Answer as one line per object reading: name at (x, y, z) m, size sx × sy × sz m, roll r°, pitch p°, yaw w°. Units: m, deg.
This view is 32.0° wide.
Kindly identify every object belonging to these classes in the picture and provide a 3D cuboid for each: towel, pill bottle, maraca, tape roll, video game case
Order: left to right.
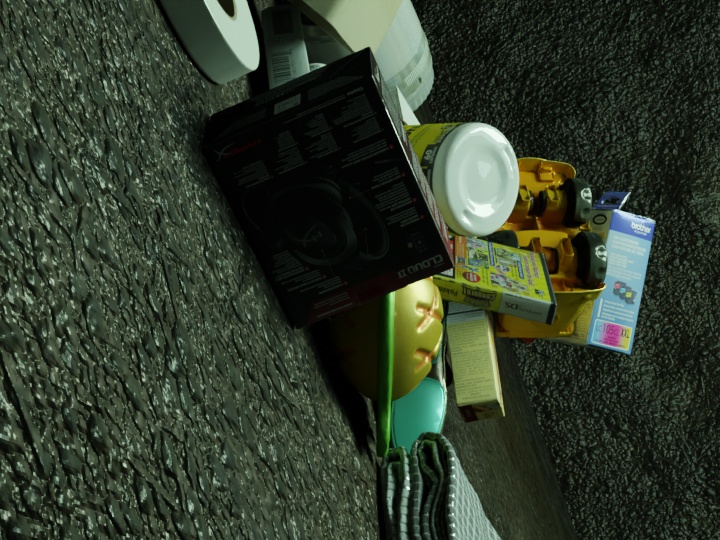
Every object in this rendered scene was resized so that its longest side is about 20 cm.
tape roll at (-0.146, -0.263, 1.096) m, size 0.203 × 0.037 × 0.205 m, roll -22°, pitch 91°, yaw -81°
maraca at (0.023, 0.069, 1.160) m, size 0.137 × 0.105 × 0.203 m, roll -74°, pitch 166°, yaw -74°
pill bottle at (0.058, -0.093, 1.290) m, size 0.199 × 0.111 × 0.112 m, roll 5°, pitch -54°, yaw 51°
towel at (0.085, 0.266, 1.128) m, size 0.201 × 0.085 × 0.167 m, roll -94°, pitch 160°, yaw -60°
video game case at (0.112, -0.003, 1.330) m, size 0.200 × 0.178 × 0.026 m, roll -75°, pitch 178°, yaw -74°

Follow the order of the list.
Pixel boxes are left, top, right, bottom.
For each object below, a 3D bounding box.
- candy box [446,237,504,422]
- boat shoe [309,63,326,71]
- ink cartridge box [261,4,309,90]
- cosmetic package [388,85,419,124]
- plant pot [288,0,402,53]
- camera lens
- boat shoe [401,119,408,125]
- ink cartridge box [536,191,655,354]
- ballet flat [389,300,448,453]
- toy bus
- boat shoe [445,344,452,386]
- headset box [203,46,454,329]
candy box at (0.131, 0.071, 1.507) m, size 0.116 × 0.054 × 0.203 m, roll 61°, pitch 21°, yaw -71°
boat shoe at (-0.022, -0.165, 1.519) m, size 0.200 × 0.070 × 0.064 m, roll 46°, pitch 23°, yaw -49°
ink cartridge box at (-0.068, -0.157, 1.348) m, size 0.164 × 0.056 × 0.202 m, roll -101°, pitch -173°, yaw -48°
cosmetic package at (0.067, -0.130, 1.552) m, size 0.200 × 0.050 × 0.083 m, roll 53°, pitch 24°, yaw -49°
plant pot at (-0.028, -0.367, 1.335) m, size 0.200 × 0.178 × 0.200 m, roll 41°, pitch 5°, yaw 11°
camera lens at (-0.001, -0.308, 1.645) m, size 0.201 × 0.158 × 0.161 m, roll 59°, pitch 13°, yaw -45°
boat shoe at (0.026, -0.138, 1.416) m, size 0.201 × 0.072 × 0.073 m, roll 54°, pitch 12°, yaw -38°
ink cartridge box at (0.292, -0.005, 1.584) m, size 0.136 × 0.075 × 0.203 m, roll 7°, pitch -94°, yaw 63°
ballet flat at (0.052, 0.111, 1.295) m, size 0.072 × 0.067 × 0.203 m, roll 136°, pitch -38°, yaw -63°
toy bus at (0.209, -0.009, 1.546) m, size 0.193 × 0.133 × 0.202 m, roll 101°, pitch -13°, yaw -54°
boat shoe at (0.073, 0.104, 1.456) m, size 0.200 × 0.070 × 0.092 m, roll -40°, pitch 114°, yaw -77°
headset box at (-0.019, -0.057, 1.035) m, size 0.078 × 0.147 × 0.202 m, roll -93°, pitch 159°, yaw -61°
